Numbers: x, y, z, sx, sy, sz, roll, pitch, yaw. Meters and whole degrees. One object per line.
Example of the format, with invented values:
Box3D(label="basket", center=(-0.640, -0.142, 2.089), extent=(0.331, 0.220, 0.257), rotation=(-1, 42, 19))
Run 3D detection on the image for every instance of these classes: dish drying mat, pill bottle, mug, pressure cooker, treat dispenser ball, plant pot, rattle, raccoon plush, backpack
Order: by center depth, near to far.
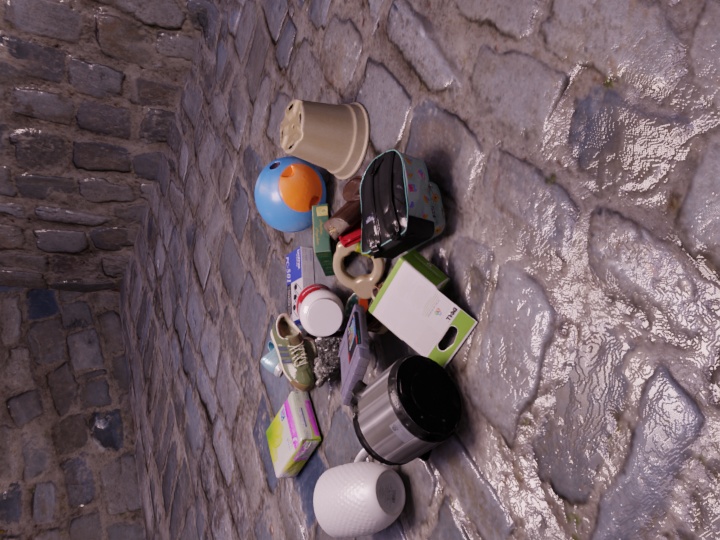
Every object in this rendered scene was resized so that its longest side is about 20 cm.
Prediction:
Box3D(label="pressure cooker", center=(0.078, 0.281, 1.227), extent=(0.200, 0.175, 0.179), rotation=(-47, 51, 41))
Box3D(label="backpack", center=(0.082, -0.142, 1.315), extent=(0.175, 0.150, 0.205), rotation=(-31, 65, 51))
Box3D(label="mug", center=(0.013, 0.465, 1.347), extent=(0.174, 0.147, 0.203), rotation=(-29, 31, 42))
Box3D(label="dish drying mat", center=(-0.021, -0.102, 1.459), extent=(0.200, 0.075, 0.019), rotation=(-117, 2, -70))
Box3D(label="rattle", center=(0.000, 0.000, 1.507), extent=(0.144, 0.127, 0.204), rotation=(-111, 8, -62))
Box3D(label="raccoon plush", center=(-0.052, 0.228, 1.525), extent=(0.198, 0.095, 0.138), rotation=(8, 99, 57))
Box3D(label="pill bottle", center=(-0.099, 0.099, 1.537), extent=(0.200, 0.109, 0.115), rotation=(-150, 69, -78))
Box3D(label="plant pot", center=(-0.103, -0.353, 1.614), extent=(0.199, 0.180, 0.206), rotation=(-16, 71, 55))
Box3D(label="treat dispenser ball", center=(-0.191, -0.207, 1.708), extent=(0.199, 0.197, 0.207), rotation=(-15, 72, 55))

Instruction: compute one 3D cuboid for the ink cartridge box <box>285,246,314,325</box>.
Box3D(label="ink cartridge box", center=(-0.171, 0.044, 1.775), extent=(0.093, 0.043, 0.205), rotation=(-25, 64, 51))

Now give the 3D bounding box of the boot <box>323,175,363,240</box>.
Box3D(label="boot", center=(-0.036, -0.144, 1.475), extent=(0.185, 0.065, 0.201), rotation=(-14, 31, 54))

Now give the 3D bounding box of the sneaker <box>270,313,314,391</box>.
Box3D(label="sneaker", center=(-0.171, 0.198, 1.574), extent=(0.202, 0.066, 0.091), rotation=(58, 146, 29))

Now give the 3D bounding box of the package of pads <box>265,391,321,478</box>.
Box3D(label="package of pads", center=(-0.184, 0.454, 1.705), extent=(0.202, 0.067, 0.156), rotation=(-58, 39, 35))

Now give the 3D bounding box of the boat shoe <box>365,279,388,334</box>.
Box3D(label="boat shoe", center=(0.057, 0.063, 1.392), extent=(0.202, 0.071, 0.073), rotation=(-58, 41, 34))

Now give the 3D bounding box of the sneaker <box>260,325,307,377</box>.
Box3D(label="sneaker", center=(-0.201, 0.196, 1.674), extent=(0.075, 0.081, 0.201), rotation=(-62, -4, 33))

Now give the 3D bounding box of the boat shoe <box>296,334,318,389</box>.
Box3D(label="boat shoe", center=(-0.138, 0.240, 1.671), extent=(0.074, 0.066, 0.203), rotation=(30, 130, 20))

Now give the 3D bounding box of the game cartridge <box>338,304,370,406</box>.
Box3D(label="game cartridge", center=(-0.016, 0.177, 1.355), extent=(0.201, 0.037, 0.132), rotation=(-97, 19, -61))

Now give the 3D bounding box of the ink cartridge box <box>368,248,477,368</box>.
Box3D(label="ink cartridge box", center=(0.135, 0.081, 1.276), extent=(0.199, 0.075, 0.149), rotation=(40, 120, 14))

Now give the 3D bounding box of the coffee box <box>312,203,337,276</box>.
Box3D(label="coffee box", center=(-0.085, -0.072, 1.563), extent=(0.200, 0.043, 0.126), rotation=(74, -168, -74))
